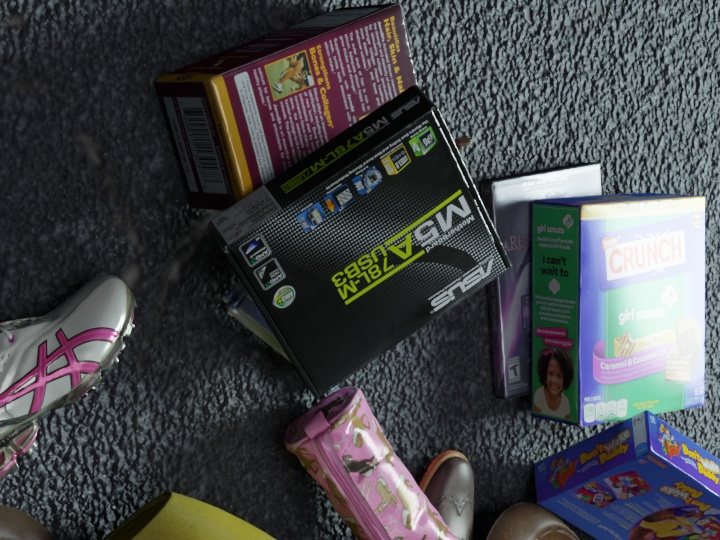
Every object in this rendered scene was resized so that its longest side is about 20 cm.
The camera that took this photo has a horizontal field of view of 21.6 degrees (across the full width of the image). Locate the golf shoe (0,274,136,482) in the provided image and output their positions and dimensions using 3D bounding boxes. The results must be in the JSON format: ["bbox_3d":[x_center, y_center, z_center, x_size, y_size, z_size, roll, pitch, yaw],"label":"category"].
[{"bbox_3d":[-0.246,0.067,1.394,0.200,0.072,0.092,-49,119,-25],"label":"golf shoe"}]

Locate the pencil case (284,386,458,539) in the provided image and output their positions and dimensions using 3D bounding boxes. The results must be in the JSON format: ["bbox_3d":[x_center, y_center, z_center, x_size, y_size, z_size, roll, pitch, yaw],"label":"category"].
[{"bbox_3d":[0.014,0.194,1.587,0.083,0.086,0.201,-37,102,-24],"label":"pencil case"}]

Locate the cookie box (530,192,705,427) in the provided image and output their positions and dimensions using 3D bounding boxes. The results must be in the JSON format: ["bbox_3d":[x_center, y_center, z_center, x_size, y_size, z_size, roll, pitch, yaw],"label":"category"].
[{"bbox_3d":[0.240,0.032,1.757,0.170,0.075,0.203,-5,97,-37],"label":"cookie box"}]

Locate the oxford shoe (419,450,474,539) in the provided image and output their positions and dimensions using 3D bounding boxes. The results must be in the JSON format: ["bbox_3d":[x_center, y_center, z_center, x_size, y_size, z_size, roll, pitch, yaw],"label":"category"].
[{"bbox_3d":[0.083,0.262,1.675,0.071,0.072,0.202,6,90,-38],"label":"oxford shoe"}]

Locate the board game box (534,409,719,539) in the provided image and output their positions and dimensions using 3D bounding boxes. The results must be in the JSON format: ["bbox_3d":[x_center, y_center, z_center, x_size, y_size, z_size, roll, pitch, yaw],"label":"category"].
[{"bbox_3d":[0.278,0.215,1.787,0.199,0.134,0.045,34,41,-36],"label":"board game box"}]

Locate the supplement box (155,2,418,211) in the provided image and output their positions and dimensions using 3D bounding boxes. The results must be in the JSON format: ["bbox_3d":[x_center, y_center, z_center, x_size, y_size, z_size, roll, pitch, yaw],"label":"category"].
[{"bbox_3d":[-0.052,-0.133,1.524,0.199,0.085,0.111,-26,110,-34],"label":"supplement box"}]

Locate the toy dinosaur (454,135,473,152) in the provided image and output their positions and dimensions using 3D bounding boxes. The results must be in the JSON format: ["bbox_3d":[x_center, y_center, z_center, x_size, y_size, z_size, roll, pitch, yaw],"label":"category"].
[{"bbox_3d":[0.040,-0.033,1.613,0.199,0.086,0.137,-29,118,-27],"label":"toy dinosaur"}]

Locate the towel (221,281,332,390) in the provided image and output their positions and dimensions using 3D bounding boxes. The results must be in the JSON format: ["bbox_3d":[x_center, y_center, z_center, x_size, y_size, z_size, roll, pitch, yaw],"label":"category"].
[{"bbox_3d":[0.000,0.000,1.556,0.200,0.024,0.147,-43,127,6],"label":"towel"}]

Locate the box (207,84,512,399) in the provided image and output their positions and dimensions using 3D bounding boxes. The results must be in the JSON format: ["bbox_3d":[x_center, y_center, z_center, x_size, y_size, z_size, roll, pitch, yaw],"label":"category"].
[{"bbox_3d":[0.003,-0.019,1.496,0.199,0.048,0.194,-33,131,-5],"label":"box"}]

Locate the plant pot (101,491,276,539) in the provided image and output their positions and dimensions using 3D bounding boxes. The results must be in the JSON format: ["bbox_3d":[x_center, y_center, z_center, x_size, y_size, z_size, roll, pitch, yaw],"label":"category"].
[{"bbox_3d":[-0.137,0.255,1.441,0.200,0.200,0.142,-43,98,-28],"label":"plant pot"}]

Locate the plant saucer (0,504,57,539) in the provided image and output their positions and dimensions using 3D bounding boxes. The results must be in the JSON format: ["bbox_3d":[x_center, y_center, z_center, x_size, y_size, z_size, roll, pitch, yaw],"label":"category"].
[{"bbox_3d":[-0.287,0.275,1.407,0.199,0.032,0.203,-3,95,-39],"label":"plant saucer"}]

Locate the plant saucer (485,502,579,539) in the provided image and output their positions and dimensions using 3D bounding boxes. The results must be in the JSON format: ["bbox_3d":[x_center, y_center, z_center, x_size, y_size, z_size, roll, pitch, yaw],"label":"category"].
[{"bbox_3d":[0.168,0.311,1.710,0.199,0.034,0.203,16,70,-53],"label":"plant saucer"}]

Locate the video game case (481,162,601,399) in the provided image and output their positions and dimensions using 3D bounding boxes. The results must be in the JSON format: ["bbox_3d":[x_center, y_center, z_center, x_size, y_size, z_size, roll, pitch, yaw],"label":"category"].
[{"bbox_3d":[0.175,0.008,1.762,0.142,0.019,0.202,-11,102,-38],"label":"video game case"}]
